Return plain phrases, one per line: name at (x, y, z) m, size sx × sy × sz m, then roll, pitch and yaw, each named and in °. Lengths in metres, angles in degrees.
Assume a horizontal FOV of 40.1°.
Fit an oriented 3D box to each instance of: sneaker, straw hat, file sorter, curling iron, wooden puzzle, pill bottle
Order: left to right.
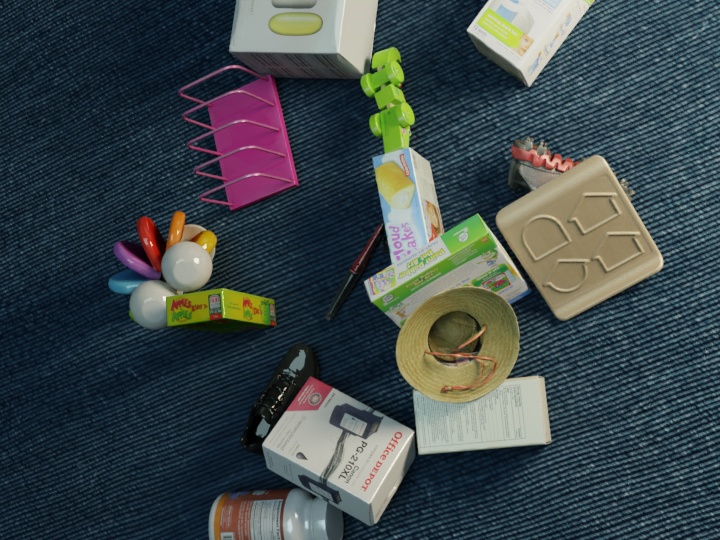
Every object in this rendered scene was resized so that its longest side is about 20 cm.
file sorter at (-0.213, -0.224, 1.662) m, size 0.138 × 0.125 × 0.202 m, roll -18°, pitch 79°, yaw 25°
pill bottle at (-0.133, 0.407, 1.579) m, size 0.198 × 0.112 × 0.114 m, roll -7°, pitch 81°, yaw 17°
sneaker at (-0.132, 0.214, 1.613) m, size 0.075 × 0.091 × 0.202 m, roll 23°, pitch 90°, yaw 22°
curling iron at (0.000, 0.000, 1.622) m, size 0.201 × 0.025 × 0.050 m, roll -52°, pitch 45°, yaw 10°
straw hat at (0.135, 0.092, 1.460) m, size 0.198 × 0.085 × 0.203 m, roll -5°, pitch 119°, yaw -9°
sneaker at (0.315, -0.128, 1.513) m, size 0.198 × 0.071 × 0.099 m, roll 22°, pitch 108°, yaw 9°
wooden puzzle at (0.328, -0.049, 1.482) m, size 0.184 × 0.046 × 0.201 m, roll -30°, pitch 104°, yaw 18°

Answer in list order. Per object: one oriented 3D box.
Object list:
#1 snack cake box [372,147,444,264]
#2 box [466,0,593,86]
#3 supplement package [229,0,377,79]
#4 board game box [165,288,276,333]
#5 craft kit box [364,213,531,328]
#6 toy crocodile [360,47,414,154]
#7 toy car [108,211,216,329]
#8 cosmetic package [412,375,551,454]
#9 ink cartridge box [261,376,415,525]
snack cake box at (0.083, -0.081, 1.561) m, size 0.066 × 0.115 × 0.203 m, roll -14°, pitch 79°, yaw 17°
box at (0.275, -0.410, 1.540) m, size 0.112 × 0.101 × 0.201 m, roll 40°, pitch 97°, yaw 18°
supplement package at (-0.089, -0.432, 1.643) m, size 0.198 × 0.147 × 0.194 m, roll 5°, pitch 86°, yaw 20°
board game box at (-0.222, 0.068, 1.601) m, size 0.100 × 0.200 × 0.048 m, roll -9°, pitch 81°, yaw 17°
craft kit box at (0.135, 0.025, 1.488) m, size 0.199 × 0.197 × 0.049 m, roll -30°, pitch 55°, yaw 12°
toy crocodile at (0.050, -0.273, 1.608) m, size 0.067 × 0.061 × 0.202 m, roll -23°, pitch 66°, yaw 30°
toy car at (-0.339, -0.011, 1.649) m, size 0.150 × 0.175 × 0.200 m, roll 39°, pitch 98°, yaw -16°
cosmetic package at (0.186, 0.223, 1.512) m, size 0.198 × 0.071 × 0.107 m, roll -7°, pitch 81°, yaw 18°
ink cartridge box at (-0.031, 0.280, 1.541) m, size 0.198 × 0.085 × 0.145 m, roll 24°, pitch 57°, yaw 20°
